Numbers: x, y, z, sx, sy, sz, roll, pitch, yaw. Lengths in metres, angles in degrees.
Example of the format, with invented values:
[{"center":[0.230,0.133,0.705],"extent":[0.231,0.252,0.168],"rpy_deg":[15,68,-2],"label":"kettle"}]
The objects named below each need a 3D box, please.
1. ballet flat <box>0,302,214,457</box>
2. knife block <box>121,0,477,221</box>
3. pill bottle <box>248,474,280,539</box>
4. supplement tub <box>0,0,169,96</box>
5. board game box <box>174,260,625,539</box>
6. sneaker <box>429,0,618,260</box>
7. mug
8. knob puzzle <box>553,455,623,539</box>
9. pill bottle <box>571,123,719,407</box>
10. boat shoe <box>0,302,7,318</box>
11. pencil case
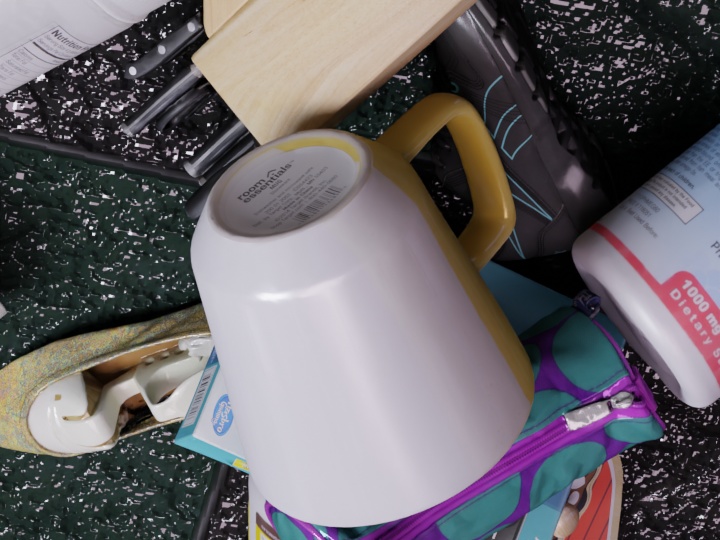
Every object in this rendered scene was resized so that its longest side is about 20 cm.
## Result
[{"center":[-0.123,0.064,1.601],"extent":[0.199,0.071,0.071],"rpy_deg":[-19,125,11],"label":"ballet flat"},{"center":[-0.021,-0.095,1.447],"extent":[0.199,0.064,0.176],"rpy_deg":[11,116,24],"label":"knife block"},{"center":[-0.009,0.186,1.669],"extent":[0.109,0.109,0.201],"rpy_deg":[0,126,-3],"label":"pill bottle"},{"center":[-0.202,-0.141,1.407],"extent":[0.199,0.132,0.132],"rpy_deg":[-27,123,16],"label":"supplement tub"},{"center":[0.024,0.059,1.547],"extent":[0.199,0.047,0.152],"rpy_deg":[24,77,-12],"label":"board game box"},{"center":[0.065,-0.078,1.501],"extent":[0.079,0.076,0.200],"rpy_deg":[-21,124,15],"label":"sneaker"},{"center":[-0.008,0.005,1.424],"extent":[0.149,0.187,0.154],"rpy_deg":[-13,127,15],"label":"mug"},{"center":[0.089,0.157,1.636],"extent":[0.219,0.030,0.221],"rpy_deg":[-24,128,-35],"label":"knob puzzle"},{"center":[0.214,-0.031,1.496],"extent":[0.200,0.109,0.109],"rpy_deg":[-39,122,-2],"label":"pill bottle"},{"center":[-0.258,-0.005,1.508],"extent":[0.060,0.072,0.202],"rpy_deg":[-57,142,-4],"label":"boat shoe"},{"center":[0.053,0.097,1.478],"extent":[0.200,0.092,0.085],"rpy_deg":[-32,103,-15],"label":"pencil case"}]
